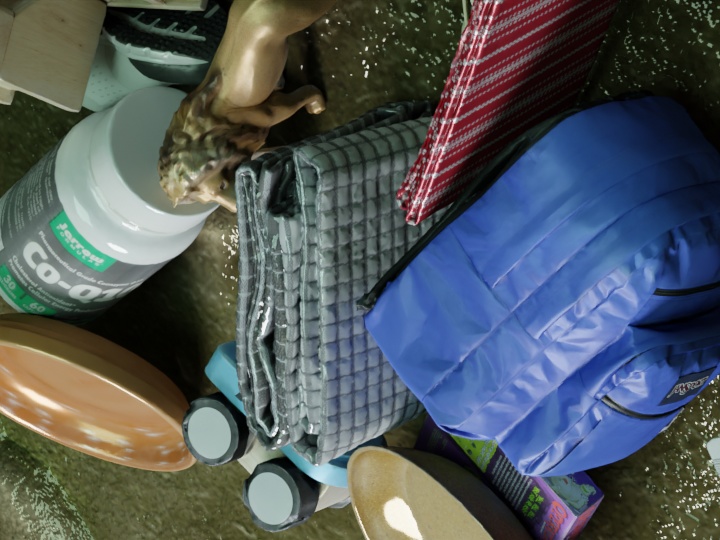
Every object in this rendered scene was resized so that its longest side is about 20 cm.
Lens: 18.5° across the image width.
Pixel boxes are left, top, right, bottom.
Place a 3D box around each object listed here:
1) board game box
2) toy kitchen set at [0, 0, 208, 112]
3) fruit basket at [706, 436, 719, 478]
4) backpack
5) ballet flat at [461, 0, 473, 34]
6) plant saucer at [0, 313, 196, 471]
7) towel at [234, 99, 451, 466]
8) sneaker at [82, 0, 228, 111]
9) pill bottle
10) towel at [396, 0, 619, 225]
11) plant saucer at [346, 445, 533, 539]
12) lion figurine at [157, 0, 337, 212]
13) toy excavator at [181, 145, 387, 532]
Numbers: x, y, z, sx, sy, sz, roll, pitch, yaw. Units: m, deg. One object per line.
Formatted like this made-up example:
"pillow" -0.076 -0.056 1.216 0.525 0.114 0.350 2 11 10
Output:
"board game box" 0.083 0.141 1.391 0.120 0.032 0.200 53 157 17
"toy kitchen set" -0.208 -0.220 1.402 0.163 0.180 0.200 8 81 38
"fruit basket" 0.307 0.168 1.234 0.185 0.094 0.200 -11 115 44
"backpack" 0.136 0.005 1.254 0.168 0.162 0.200 49 123 17
"ballet flat" 0.085 -0.153 1.245 0.069 0.069 0.200 39 159 23
"plant saucer" -0.204 0.085 1.602 0.200 0.038 0.200 19 157 8
"towel" 0.000 0.000 1.366 0.086 0.165 0.200 18 118 42
"sneaker" -0.154 -0.147 1.517 0.200 0.074 0.080 13 130 42
"pill bottle" -0.174 -0.044 1.518 0.200 0.113 0.113 -35 83 52
"towel" 0.093 -0.123 1.211 0.022 0.145 0.200 42 140 20
"plant saucer" 0.069 0.186 1.402 0.200 0.035 0.200 43 154 27
"lion figurine" -0.065 -0.135 1.395 0.072 0.122 0.200 34 126 27
"toy excavator" -0.040 0.043 1.481 0.194 0.100 0.200 44 117 21
